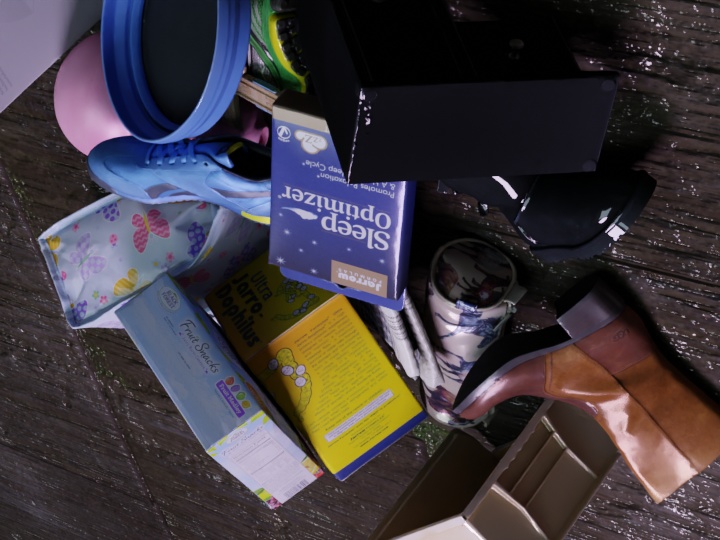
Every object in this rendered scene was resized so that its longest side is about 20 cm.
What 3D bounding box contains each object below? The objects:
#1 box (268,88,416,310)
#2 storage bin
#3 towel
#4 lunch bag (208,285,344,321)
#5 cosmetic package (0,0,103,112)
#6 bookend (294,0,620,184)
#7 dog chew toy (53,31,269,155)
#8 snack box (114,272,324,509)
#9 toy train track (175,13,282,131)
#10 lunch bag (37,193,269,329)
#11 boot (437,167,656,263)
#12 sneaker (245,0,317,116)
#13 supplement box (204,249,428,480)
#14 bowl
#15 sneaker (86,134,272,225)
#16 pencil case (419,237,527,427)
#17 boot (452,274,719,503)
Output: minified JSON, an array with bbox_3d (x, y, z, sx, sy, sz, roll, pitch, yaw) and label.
[{"bbox_3d":[-0.016,-0.048,1.549,0.121,0.032,0.200,16,133,15],"label":"box"},{"bbox_3d":[0.125,0.212,1.759,0.094,0.199,0.200,45,147,-7],"label":"storage bin"},{"bbox_3d":[0.000,0.000,1.701,0.193,0.034,0.200,45,163,56],"label":"towel"},{"bbox_3d":[-0.092,0.037,1.884,0.200,0.076,0.161,20,137,26],"label":"lunch bag"},{"bbox_3d":[-0.368,-0.257,1.690,0.123,0.200,0.200,-1,129,45],"label":"cosmetic package"},{"bbox_3d":[0.068,-0.167,1.431,0.199,0.199,0.092,-3,134,-14],"label":"bookend"},{"bbox_3d":[-0.179,-0.147,1.714,0.199,0.125,0.125,18,142,16],"label":"dog chew toy"},{"bbox_3d":[-0.125,0.113,1.703,0.169,0.068,0.200,53,180,26],"label":"snack box"},{"bbox_3d":[-0.096,-0.146,1.582,0.200,0.033,0.115,30,142,34],"label":"toy train track"},{"bbox_3d":[-0.171,-0.029,1.762,0.200,0.169,0.128,-24,78,24],"label":"lunch bag"},{"bbox_3d":[0.129,-0.081,1.495,0.162,0.073,0.198,38,163,-10],"label":"boot"},{"bbox_3d":[-0.057,-0.171,1.612,0.085,0.078,0.200,23,138,40],"label":"sneaker"},{"bbox_3d":[-0.040,0.082,1.747,0.200,0.109,0.109,56,177,-42],"label":"supplement box"},{"bbox_3d":[-0.157,-0.208,1.584,0.200,0.039,0.201,0,90,54],"label":"bowl"},{"bbox_3d":[-0.142,-0.096,1.616,0.199,0.066,0.079,11,147,9],"label":"sneaker"},{"bbox_3d":[0.100,0.063,1.719,0.089,0.078,0.200,40,150,27],"label":"pencil case"},{"bbox_3d":[0.205,0.126,1.650,0.188,0.069,0.200,-40,104,14],"label":"boot"}]
